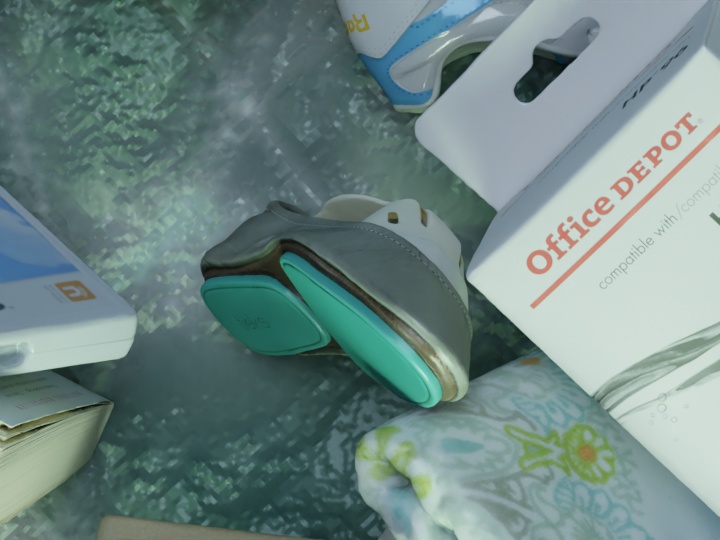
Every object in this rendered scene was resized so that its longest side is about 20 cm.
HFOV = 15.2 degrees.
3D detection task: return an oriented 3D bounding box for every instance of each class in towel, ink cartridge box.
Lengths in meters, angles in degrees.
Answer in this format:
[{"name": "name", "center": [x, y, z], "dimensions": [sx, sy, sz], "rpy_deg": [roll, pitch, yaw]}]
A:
[{"name": "towel", "center": [0.107, 0.113, 0.912], "dimensions": [0.048, 0.171, 0.200], "rpy_deg": [-43, 76, 36]}, {"name": "ink cartridge box", "center": [0.117, -0.005, 0.887], "dimensions": [0.200, 0.068, 0.116], "rpy_deg": [42, 113, -5]}]

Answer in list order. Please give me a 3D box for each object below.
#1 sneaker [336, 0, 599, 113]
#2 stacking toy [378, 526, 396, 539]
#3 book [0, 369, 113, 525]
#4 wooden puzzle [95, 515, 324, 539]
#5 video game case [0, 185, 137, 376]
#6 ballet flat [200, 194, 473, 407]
[{"name": "sneaker", "center": [0.088, -0.123, 1.006], "dimensions": [0.199, 0.077, 0.081], "rpy_deg": [-21, 93, 3]}, {"name": "stacking toy", "center": [0.038, 0.174, 0.935], "dimensions": [0.145, 0.146, 0.201], "rpy_deg": [-7, 62, 3]}, {"name": "book", "center": [-0.198, 0.024, 0.964], "dimensions": [0.199, 0.134, 0.048], "rpy_deg": [26, 99, 8]}, {"name": "wooden puzzle", "center": [-0.059, 0.177, 0.902], "dimensions": [0.037, 0.200, 0.186], "rpy_deg": [17, 79, -34]}, {"name": "video game case", "center": [-0.203, -0.021, 0.929], "dimensions": [0.200, 0.182, 0.022], "rpy_deg": [40, 122, 35]}, {"name": "ballet flat", "center": [0.000, 0.000, 0.928], "dimensions": [0.064, 0.200, 0.067], "rpy_deg": [-43, 108, -14]}]
